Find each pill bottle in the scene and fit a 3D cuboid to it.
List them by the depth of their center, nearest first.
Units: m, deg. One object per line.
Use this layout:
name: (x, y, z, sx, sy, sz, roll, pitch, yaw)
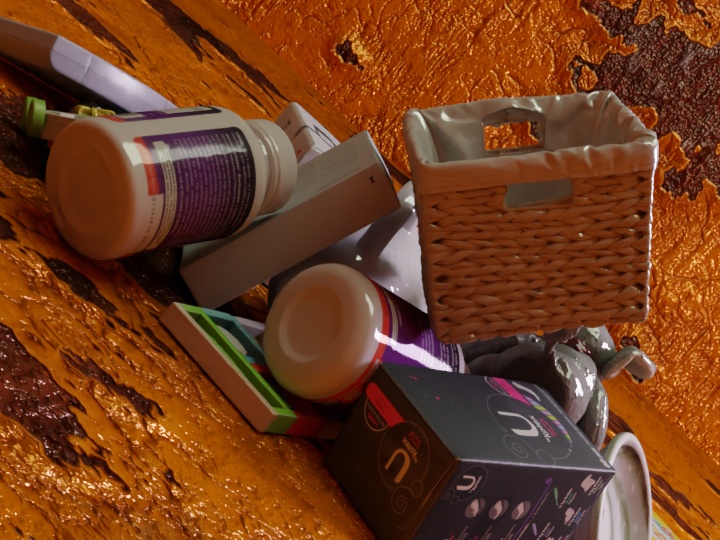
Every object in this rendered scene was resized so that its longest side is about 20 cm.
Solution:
pill bottle: (-0.148, -0.076, 1.286, 0.199, 0.112, 0.111, -12, 50, -48)
pill bottle: (0.014, 0.076, 1.331, 0.200, 0.113, 0.113, 31, 14, -50)

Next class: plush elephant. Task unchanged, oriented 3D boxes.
plush elephant: (0.177, 0.098, 1.452, 0.164, 0.201, 0.154, 37, 24, 20)

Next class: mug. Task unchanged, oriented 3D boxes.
mug: (0.000, 0.000, 1.487, 0.147, 0.201, 0.175, 38, 16, 6)

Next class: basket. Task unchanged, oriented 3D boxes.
basket: (0.142, -0.050, 1.334, 0.200, 0.196, 0.163, -96, -179, -72)

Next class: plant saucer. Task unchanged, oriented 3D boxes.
plant saucer: (0.227, 0.252, 1.474, 0.050, 0.202, 0.200, 1, -10, 25)

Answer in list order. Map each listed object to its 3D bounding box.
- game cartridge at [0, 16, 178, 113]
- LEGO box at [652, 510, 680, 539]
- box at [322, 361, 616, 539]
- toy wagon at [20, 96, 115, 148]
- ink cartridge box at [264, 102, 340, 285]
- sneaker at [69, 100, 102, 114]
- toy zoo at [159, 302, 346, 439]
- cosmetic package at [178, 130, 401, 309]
game cartridge: (-0.277, -0.194, 1.596, 0.132, 0.041, 0.200, 17, -7, 36)
LEGO box: (0.293, 0.307, 1.662, 0.200, 0.077, 0.149, 48, 12, 34)
box: (0.090, 0.159, 1.281, 0.199, 0.107, 0.122, 10, 29, -44)
toy wagon: (-0.229, -0.124, 1.421, 0.154, 0.040, 0.200, 9, 5, -18)
ink cartridge box: (-0.081, -0.083, 1.687, 0.083, 0.145, 0.200, 40, 9, -19)
sneaker: (-0.186, -0.123, 1.556, 0.200, 0.106, 0.075, 40, 9, -10)
toy zoo: (-0.076, 0.088, 1.318, 0.131, 0.020, 0.200, 46, 10, 22)
cosmetic package: (-0.065, -0.047, 1.422, 0.052, 0.199, 0.151, 61, 5, -13)
